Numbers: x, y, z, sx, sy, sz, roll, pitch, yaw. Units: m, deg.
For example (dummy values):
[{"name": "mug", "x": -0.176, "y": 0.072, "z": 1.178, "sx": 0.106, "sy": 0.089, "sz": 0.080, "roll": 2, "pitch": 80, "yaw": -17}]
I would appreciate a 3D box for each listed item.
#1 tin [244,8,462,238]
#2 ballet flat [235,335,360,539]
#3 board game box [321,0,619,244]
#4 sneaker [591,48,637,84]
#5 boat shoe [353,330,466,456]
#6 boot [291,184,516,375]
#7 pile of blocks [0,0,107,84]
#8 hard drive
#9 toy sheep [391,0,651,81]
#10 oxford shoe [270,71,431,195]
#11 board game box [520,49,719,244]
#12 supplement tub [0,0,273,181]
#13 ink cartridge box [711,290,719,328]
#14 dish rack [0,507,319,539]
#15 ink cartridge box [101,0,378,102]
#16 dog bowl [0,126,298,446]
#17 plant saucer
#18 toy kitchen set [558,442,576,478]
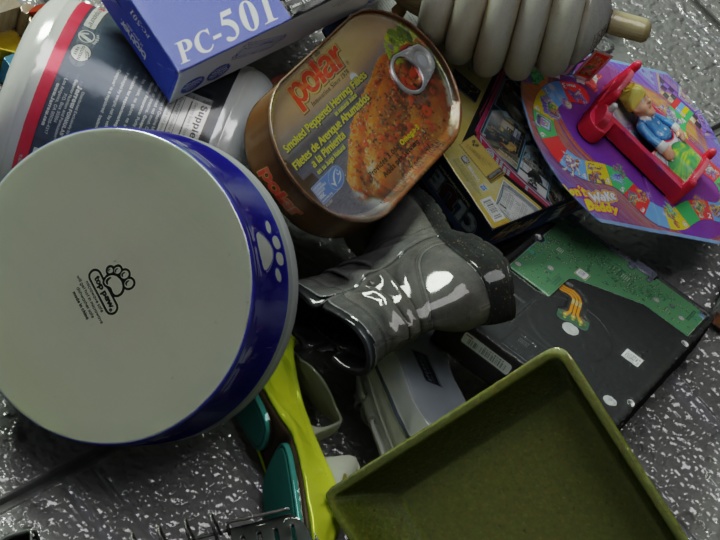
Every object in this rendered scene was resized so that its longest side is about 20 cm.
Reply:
[{"name": "tin", "x": -0.004, "y": -0.099, "z": 1.510, "sx": 0.112, "sy": 0.042, "sz": 0.200, "roll": 54, "pitch": 42, "yaw": -10}, {"name": "ballet flat", "x": -0.038, "y": 0.116, "z": 1.471, "sx": 0.067, "sy": 0.067, "sz": 0.200, "roll": -4, "pitch": 53, "yaw": -25}, {"name": "board game box", "x": 0.080, "y": -0.119, "z": 1.639, "sx": 0.135, "sy": 0.035, "sz": 0.200, "roll": -21, "pitch": 71, "yaw": -38}, {"name": "sneaker", "x": 0.117, "y": -0.145, "z": 1.737, "sx": 0.200, "sy": 0.074, "sz": 0.089, "roll": 26, "pitch": 67, "yaw": 0}, {"name": "boat shoe", "x": 0.022, "y": 0.077, "z": 1.518, "sx": 0.073, "sy": 0.065, "sz": 0.200, "roll": 26, "pitch": 23, "yaw": -21}, {"name": "boot", "x": 0.000, "y": 0.000, "z": 1.494, "sx": 0.131, "sy": 0.070, "sz": 0.200, "roll": -18, "pitch": 22, "yaw": -23}, {"name": "pile of blocks", "x": -0.197, "y": -0.155, "z": 1.632, "sx": 0.199, "sy": 0.062, "sz": 0.082, "roll": 9, "pitch": 51, "yaw": -12}, {"name": "hard drive", "x": 0.150, "y": 0.041, "z": 1.581, "sx": 0.140, "sy": 0.038, "sz": 0.200, "roll": 36, "pitch": 35, "yaw": 10}, {"name": "toy sheep", "x": 0.108, "y": -0.197, "z": 1.599, "sx": 0.199, "sy": 0.138, "sz": 0.138, "roll": 11, "pitch": 49, "yaw": 4}, {"name": "oxford shoe", "x": 0.023, "y": -0.090, "z": 1.652, "sx": 0.199, "sy": 0.071, "sz": 0.075, "roll": 15, "pitch": 52, "yaw": -7}, {"name": "board game box", "x": 0.208, "y": -0.102, "z": 1.656, "sx": 0.200, "sy": 0.039, "sz": 0.158, "roll": 9, "pitch": 54, "yaw": -35}, {"name": "supplement tub", "x": -0.143, "y": -0.090, "z": 1.547, "sx": 0.200, "sy": 0.140, "sz": 0.141, "roll": 21, "pitch": 49, "yaw": -2}, {"name": "ink cartridge box", "x": 0.375, "y": 0.025, "z": 1.707, "sx": 0.200, "sy": 0.050, "sz": 0.162, "roll": 33, "pitch": 49, "yaw": -3}, {"name": "dish rack", "x": -0.113, "y": 0.212, "z": 1.338, "sx": 0.199, "sy": 0.055, "sz": 0.154, "roll": -14, "pitch": 55, "yaw": 0}, {"name": "ink cartridge box", "x": -0.066, "y": -0.197, "z": 1.512, "sx": 0.200, "sy": 0.044, "sz": 0.094, "roll": -28, "pitch": 76, "yaw": -24}, {"name": "dog bowl", "x": -0.144, "y": 0.010, "z": 1.428, "sx": 0.200, "sy": 0.200, "sz": 0.079, "roll": 41, "pitch": 11, "yaw": 14}, {"name": "plant saucer", "x": 0.109, "y": 0.169, "z": 1.382, "sx": 0.200, "sy": 0.200, "sz": 0.048, "roll": 58, "pitch": 30, "yaw": 4}, {"name": "toy kitchen set", "x": 0.234, "y": 0.144, "z": 1.440, "sx": 0.200, "sy": 0.163, "sz": 0.181, "roll": -28, "pitch": 90, "yaw": -34}]
